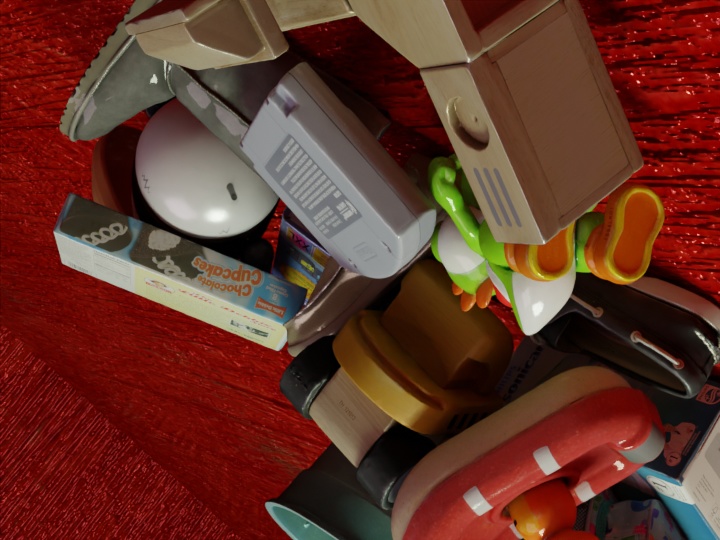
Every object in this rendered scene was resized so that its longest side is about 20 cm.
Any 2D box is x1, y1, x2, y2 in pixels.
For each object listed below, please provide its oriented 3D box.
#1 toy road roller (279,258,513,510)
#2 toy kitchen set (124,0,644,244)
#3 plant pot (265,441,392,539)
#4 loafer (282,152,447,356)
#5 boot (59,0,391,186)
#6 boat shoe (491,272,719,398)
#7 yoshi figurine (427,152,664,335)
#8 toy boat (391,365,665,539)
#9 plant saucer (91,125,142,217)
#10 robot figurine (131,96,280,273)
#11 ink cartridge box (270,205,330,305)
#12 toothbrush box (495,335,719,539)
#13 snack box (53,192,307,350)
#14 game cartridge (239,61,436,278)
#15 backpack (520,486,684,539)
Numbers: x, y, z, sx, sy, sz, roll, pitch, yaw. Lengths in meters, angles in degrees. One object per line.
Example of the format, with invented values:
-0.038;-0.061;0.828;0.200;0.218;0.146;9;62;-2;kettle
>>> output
0.055;0.075;1.055;0.123;0.146;0.199;46;-161;25;toy road roller
-0.002;-0.092;0.771;0.199;0.163;0.182;5;126;58;toy kitchen set
0.042;0.214;1.463;0.199;0.197;0.201;34;162;13;plant pot
0.009;-0.011;1.073;0.069;0.200;0.075;53;-153;12;loafer
-0.101;-0.106;1.067;0.199;0.073;0.182;38;124;-9;boot
0.146;0.029;0.992;0.198;0.061;0.074;21;157;21;boat shoe
0.096;-0.041;0.883;0.113;0.112;0.200;54;165;-12;yoshi figurine
0.121;0.164;0.974;0.130;0.199;0.132;37;-157;-60;toy boat
-0.176;-0.039;1.335;0.200;0.037;0.201;47;-160;-23;plant saucer
-0.124;-0.072;1.202;0.149;0.126;0.200;22;165;-4;robot figurine
0.000;0.000;1.223;0.136;0.077;0.200;36;164;5;ink cartridge box
0.211;0.137;1.129;0.199;0.086;0.147;16;153;48;toothbrush box
-0.144;0.004;1.175;0.198;0.037;0.116;22;166;-4;snack box
-0.015;-0.055;0.932;0.134;0.040;0.200;52;169;-3;game cartridge
0.166;0.263;1.070;0.149;0.201;0.178;-2;142;34;backpack
